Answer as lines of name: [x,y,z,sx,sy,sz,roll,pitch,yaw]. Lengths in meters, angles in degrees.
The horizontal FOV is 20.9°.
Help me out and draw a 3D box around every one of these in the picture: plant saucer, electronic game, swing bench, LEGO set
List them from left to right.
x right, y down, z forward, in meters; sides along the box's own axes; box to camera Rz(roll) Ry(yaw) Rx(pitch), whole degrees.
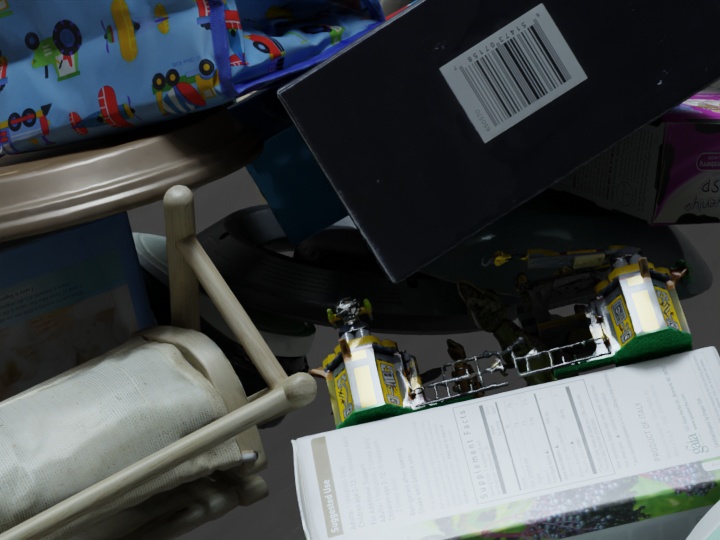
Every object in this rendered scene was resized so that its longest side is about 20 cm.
swing bench: [-0.149,0.089,0.933,0.198,0.200,0.130,-26,71,-24]
plant saucer: [-0.148,-0.050,0.996,0.199,0.030,0.200,-14,11,3]
electronic game: [0.000,0.000,1.124,0.199,0.042,0.200,7,14,-2]
LEGO set: [0.067,0.035,0.950,0.199,0.154,0.116,-20,53,9]
plant saucer: [0.104,-0.027,1.113,0.200,0.039,0.201,6,15,-1]

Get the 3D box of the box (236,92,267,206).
box: [0.022,-0.101,1.307,0.199,0.095,0.078,-14,26,-1]

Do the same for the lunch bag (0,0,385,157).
lunch bag: [-0.088,-0.125,1.025,0.150,0.095,0.200,-12,2,28]

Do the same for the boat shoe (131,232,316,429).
boat shoe: [-0.091,0.030,1.129,0.075,0.061,0.200,9,14,-25]

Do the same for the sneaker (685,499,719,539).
sneaker: [0.160,0.154,0.766,0.200,0.074,0.118,-33,26,-18]

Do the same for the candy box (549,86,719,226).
candy box: [0.156,-0.078,1.131,0.136,0.061,0.200,-3,17,-34]

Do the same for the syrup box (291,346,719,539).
syrup box: [0.075,0.107,0.872,0.199,0.079,0.082,-13,44,-2]

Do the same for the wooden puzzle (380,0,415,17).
wooden puzzle: [0.130,-0.192,1.131,0.199,0.185,0.047,5,61,-19]

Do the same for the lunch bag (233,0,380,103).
lunch bag: [-0.041,-0.187,1.411,0.167,0.140,0.200,7,26,-11]

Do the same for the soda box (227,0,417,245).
soda box: [0.028,-0.100,1.079,0.199,0.068,0.064,-30,31,2]

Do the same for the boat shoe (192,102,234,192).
boat shoe: [-0.116,-0.103,1.401,0.068,0.072,0.200,-38,17,14]

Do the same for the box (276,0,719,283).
box: [0.072,-0.095,0.946,0.199,0.104,0.182,-32,4,4]

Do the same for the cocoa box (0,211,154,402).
cocoa box: [-0.226,0.032,1.101,0.199,0.134,0.131,-20,28,-17]
